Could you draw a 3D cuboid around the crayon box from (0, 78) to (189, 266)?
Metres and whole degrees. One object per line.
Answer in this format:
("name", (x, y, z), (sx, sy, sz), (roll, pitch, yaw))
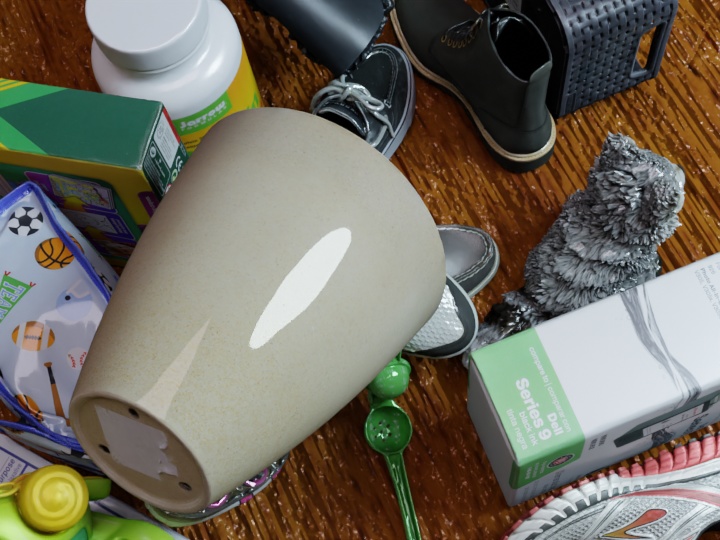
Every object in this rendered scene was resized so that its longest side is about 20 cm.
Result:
("crayon box", (-0.209, -0.066, 0.830), (0.172, 0.200, 0.059), (11, 70, 9))

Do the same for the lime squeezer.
("lime squeezer", (0.022, 0.099, 0.800), (0.038, 0.071, 0.201), (-3, 107, -4))

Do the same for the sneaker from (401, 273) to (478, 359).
("sneaker", (0.000, 0.000, 0.783), (0.200, 0.088, 0.076), (36, 90, -7))

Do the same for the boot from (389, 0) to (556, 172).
("boot", (0.091, -0.189, 0.883), (0.077, 0.138, 0.200), (-36, 69, -9))

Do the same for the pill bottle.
("pill bottle", (-0.139, -0.147, 0.854), (0.110, 0.200, 0.112), (-2, 68, 5))

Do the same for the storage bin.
("storage bin", (0.157, -0.241, 0.897), (0.093, 0.135, 0.201), (-22, 68, -4))

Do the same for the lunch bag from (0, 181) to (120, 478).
("lunch bag", (-0.199, 0.069, 0.792), (0.124, 0.170, 0.200), (-39, 71, -8))

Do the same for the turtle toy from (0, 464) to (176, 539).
("turtle toy", (-0.202, 0.169, 0.661), (0.199, 0.146, 0.102), (0, 78, -23))

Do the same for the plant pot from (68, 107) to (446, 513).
("plant pot", (-0.075, 0.036, 0.662), (0.187, 0.188, 0.200), (25, 49, 14))

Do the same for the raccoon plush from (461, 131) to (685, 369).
("raccoon plush", (0.160, -0.002, 0.804), (0.097, 0.134, 0.200), (33, 75, 15))

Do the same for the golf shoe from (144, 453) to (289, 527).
("golf shoe", (-0.083, 0.115, 0.766), (0.073, 0.092, 0.200), (40, 38, 5))

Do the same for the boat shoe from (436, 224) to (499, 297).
("boat shoe", (0.010, 0.005, 0.856), (0.200, 0.061, 0.072), (-16, 67, -1))

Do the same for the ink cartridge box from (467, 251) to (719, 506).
("ink cartridge box", (0.179, 0.075, 0.766), (0.199, 0.146, 0.084), (-22, 68, -3))

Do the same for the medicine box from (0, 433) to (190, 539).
("medicine box", (-0.202, 0.242, 0.760), (0.199, 0.103, 0.183), (25, 73, 15))

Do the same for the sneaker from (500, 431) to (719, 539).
("sneaker", (0.183, 0.177, 0.763), (0.199, 0.078, 0.082), (-19, 69, -2))

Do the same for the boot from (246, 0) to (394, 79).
("boot", (-0.054, -0.247, 0.871), (0.168, 0.076, 0.201), (33, 35, -22))

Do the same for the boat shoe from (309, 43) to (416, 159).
("boat shoe", (-0.010, -0.117, 0.891), (0.073, 0.068, 0.200), (20, 61, 17))
